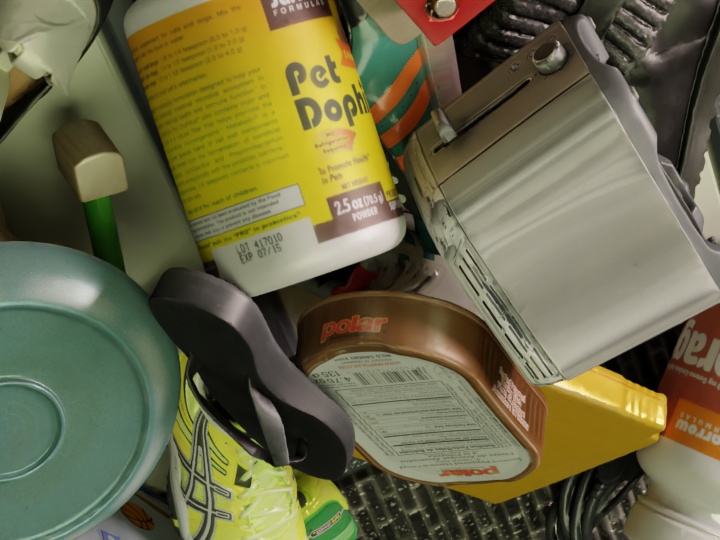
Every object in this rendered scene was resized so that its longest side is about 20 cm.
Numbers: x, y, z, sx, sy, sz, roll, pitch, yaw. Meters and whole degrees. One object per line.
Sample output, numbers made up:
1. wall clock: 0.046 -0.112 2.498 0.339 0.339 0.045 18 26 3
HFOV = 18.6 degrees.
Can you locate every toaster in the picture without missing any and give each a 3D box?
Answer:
1. toaster: 0.112 -0.027 1.173 0.129 0.114 0.200 -31 125 9

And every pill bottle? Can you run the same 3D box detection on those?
1. pill bottle: -0.055 -0.093 1.135 0.109 0.109 0.201 -19 92 -4
2. pill bottle: 0.237 0.086 1.347 0.112 0.112 0.201 23 89 -29

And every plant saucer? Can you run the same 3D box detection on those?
1. plant saucer: -0.187 0.078 1.142 0.199 0.027 0.201 -10 124 -15

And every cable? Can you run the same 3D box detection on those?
1. cable: 0.215 0.151 1.469 0.163 0.051 0.200 22 110 -34

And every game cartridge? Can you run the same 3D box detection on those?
1. game cartridge: 0.061 0.082 1.324 0.199 0.033 0.176 21 149 -31

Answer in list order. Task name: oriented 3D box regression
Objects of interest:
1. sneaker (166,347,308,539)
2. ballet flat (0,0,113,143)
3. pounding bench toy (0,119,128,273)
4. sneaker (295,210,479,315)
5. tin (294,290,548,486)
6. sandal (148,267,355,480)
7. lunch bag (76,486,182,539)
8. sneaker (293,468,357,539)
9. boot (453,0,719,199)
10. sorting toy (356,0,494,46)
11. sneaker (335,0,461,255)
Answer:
1. sneaker: -0.075 0.112 1.286 0.075 0.076 0.201 -30 109 -25
2. ballet flat: -0.184 -0.104 1.153 0.068 0.068 0.200 28 110 -30
3. pounding bench toy: -0.177 0.030 1.210 0.200 0.124 0.156 -35 126 6
4. sneaker: 0.000 0.000 1.265 0.199 0.094 0.070 29 111 -31
5. tin: 0.034 0.071 1.235 0.112 0.042 0.200 -3 152 25
6. sandal: -0.064 0.065 1.171 0.043 0.076 0.200 -66 147 -21
7. lunch bag: -0.151 0.193 1.281 0.160 0.200 0.076 24 110 -29
8. sneaker: -0.081 0.211 1.393 0.200 0.074 0.084 -42 121 12
9. boot: 0.120 -0.104 1.240 0.157 0.079 0.212 6 110 -29
10. sorting toy: 0.043 -0.229 1.075 0.200 0.070 0.199 -37 122 11
11. sneaker: 0.015 -0.095 1.222 0.080 0.071 0.201 -14 114 -4
